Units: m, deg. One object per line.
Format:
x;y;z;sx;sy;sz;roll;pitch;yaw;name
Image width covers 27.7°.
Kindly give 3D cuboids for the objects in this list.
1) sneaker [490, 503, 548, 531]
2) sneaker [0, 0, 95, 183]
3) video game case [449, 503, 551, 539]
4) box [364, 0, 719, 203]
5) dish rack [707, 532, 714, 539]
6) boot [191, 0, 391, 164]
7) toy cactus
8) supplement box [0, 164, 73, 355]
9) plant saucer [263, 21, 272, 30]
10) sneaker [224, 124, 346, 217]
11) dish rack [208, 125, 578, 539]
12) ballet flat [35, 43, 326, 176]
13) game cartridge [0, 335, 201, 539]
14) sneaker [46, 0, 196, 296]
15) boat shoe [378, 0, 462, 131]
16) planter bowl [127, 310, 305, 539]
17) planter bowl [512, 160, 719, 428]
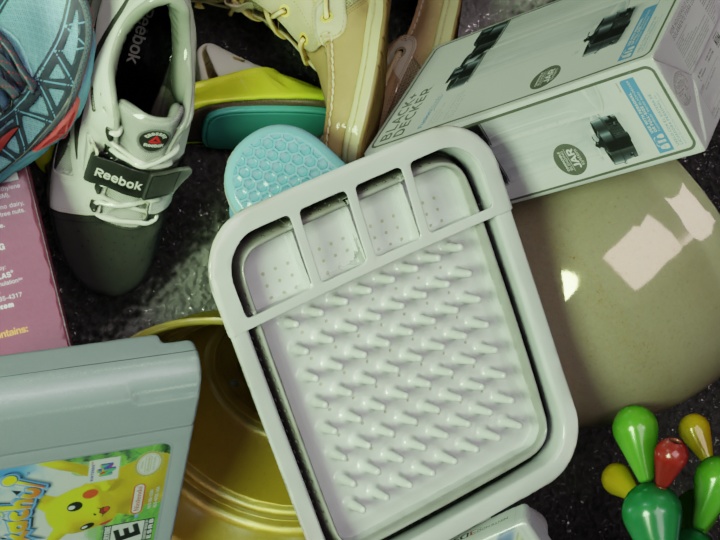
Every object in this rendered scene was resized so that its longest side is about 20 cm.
0.036;0.227;0.906;0.111;0.073;0.201;23;68;-9;sneaker
-0.200;-0.075;0.742;0.079;0.095;0.201;36;75;-7;sneaker
0.064;0.245;0.811;0.181;0.022;0.201;-28;105;19;video game case
0.109;-0.099;0.820;0.060;0.199;0.117;52;48;-23;box
0.151;0.239;0.904;0.199;0.054;0.155;10;77;-46;dish rack
-0.059;-0.158;0.880;0.154;0.073;0.202;2;74;-1;boot
0.193;0.179;0.832;0.165;0.101;0.202;-48;125;-57;toy cactus
-0.223;-0.001;0.833;0.085;0.110;0.202;-14;86;-17;supplement box
0.005;-0.273;0.957;0.198;0.048;0.202;-18;87;-2;plant saucer
0.000;0.000;0.858;0.079;0.131;0.200;-43;94;-9;sneaker
0.015;0.042;0.759;0.171;0.043;0.202;-24;101;-24;dish rack
-0.110;-0.106;0.910;0.198;0.067;0.068;-13;76;-17;ballet flat
-0.163;0.119;0.795;0.132;0.201;0.041;-5;46;-20;game cartridge
-0.133;-0.073;0.827;0.073;0.089;0.202;3;108;-20;sneaker
0.024;-0.118;0.947;0.064;0.071;0.202;12;65;6;boat shoe
-0.055;0.085;0.864;0.200;0.201;0.084;34;36;-10;planter bowl
0.125;0.017;0.893;0.134;0.200;0.201;-36;93;-16;planter bowl
